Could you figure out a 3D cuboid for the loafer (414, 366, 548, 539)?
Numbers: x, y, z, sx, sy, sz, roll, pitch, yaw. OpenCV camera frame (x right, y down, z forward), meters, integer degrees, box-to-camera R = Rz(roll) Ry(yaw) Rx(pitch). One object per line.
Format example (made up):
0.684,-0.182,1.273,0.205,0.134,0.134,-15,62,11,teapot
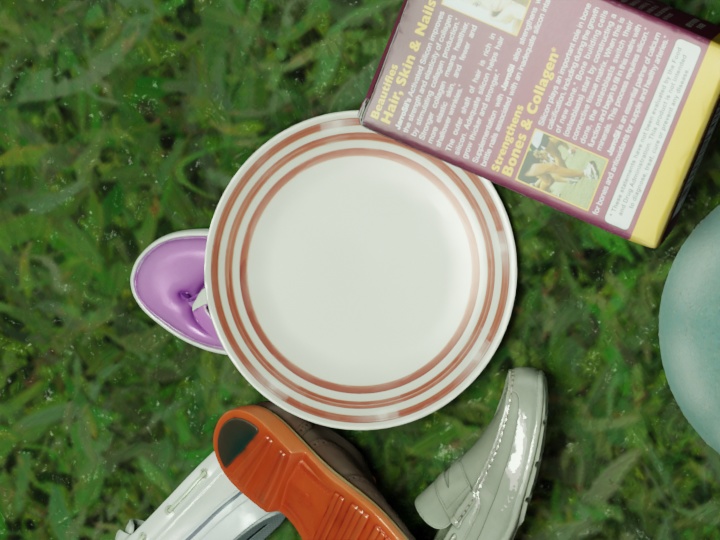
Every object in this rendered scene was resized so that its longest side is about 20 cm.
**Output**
0.069,0.152,1.591,0.069,0.070,0.202,18,104,2,loafer

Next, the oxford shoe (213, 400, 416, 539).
-0.003,0.151,1.588,0.200,0.072,0.071,45,125,19,oxford shoe

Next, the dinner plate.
0.000,0.000,1.585,0.198,0.024,0.202,0,87,-3,dinner plate

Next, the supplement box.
0.119,-0.115,1.518,0.199,0.103,0.132,25,104,9,supplement box

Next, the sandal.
-0.058,0.031,1.614,0.201,0.050,0.083,22,103,10,sandal

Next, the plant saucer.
0.280,0.041,1.535,0.199,0.039,0.203,2,99,14,plant saucer

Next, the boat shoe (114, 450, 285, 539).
-0.135,0.194,1.659,0.200,0.073,0.067,-40,69,10,boat shoe
